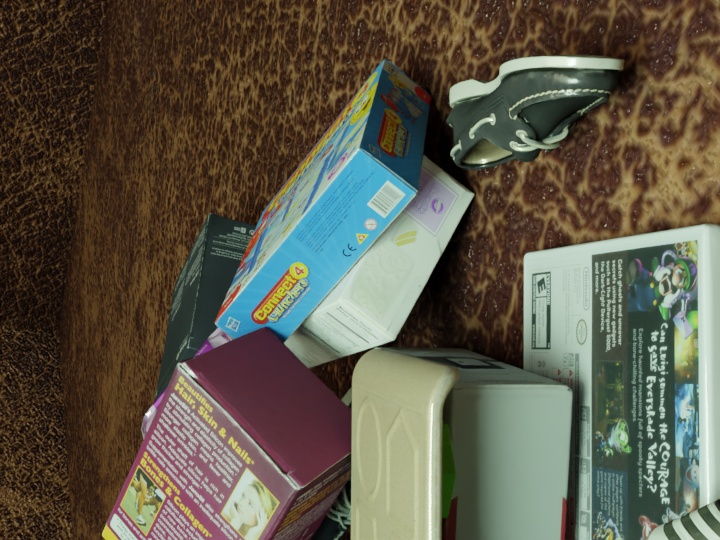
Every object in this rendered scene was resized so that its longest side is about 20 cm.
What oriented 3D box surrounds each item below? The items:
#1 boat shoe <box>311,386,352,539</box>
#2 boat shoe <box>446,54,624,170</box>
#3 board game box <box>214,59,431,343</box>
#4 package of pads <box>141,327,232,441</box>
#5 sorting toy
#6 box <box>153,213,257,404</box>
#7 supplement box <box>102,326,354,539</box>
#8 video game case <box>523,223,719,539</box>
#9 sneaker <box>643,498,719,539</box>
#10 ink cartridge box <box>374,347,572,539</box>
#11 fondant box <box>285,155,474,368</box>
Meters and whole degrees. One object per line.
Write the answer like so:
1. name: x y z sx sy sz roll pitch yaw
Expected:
1. boat shoe: -0.013 0.186 0.862 0.062 0.075 0.201 23 74 50
2. boat shoe: 0.110 -0.103 0.662 0.200 0.073 0.061 -177 89 -70
3. board game box: -0.027 -0.055 0.825 0.200 0.056 0.197 -48 15 27
4. package of pads: -0.099 0.158 0.936 0.121 0.200 0.076 -49 38 -2
5. sorting toy: 0.025 0.155 0.615 0.185 0.036 0.204 177 99 -76
6. box: -0.179 0.065 1.243 0.200 0.103 0.185 130 150 -55
7. supplement box: -0.099 0.167 0.765 0.131 0.103 0.201 42 123 19
8. video game case: 0.155 0.082 0.600 0.181 0.023 0.204 170 102 -67
9. sneaker: 0.192 0.197 0.436 0.116 0.075 0.202 -51 52 36
10. ink cartridge box: 0.066 0.136 0.683 0.200 0.082 0.148 -172 84 -77
11. fondant box: 0.000 0.000 0.844 0.145 0.058 0.200 -59 15 -23
